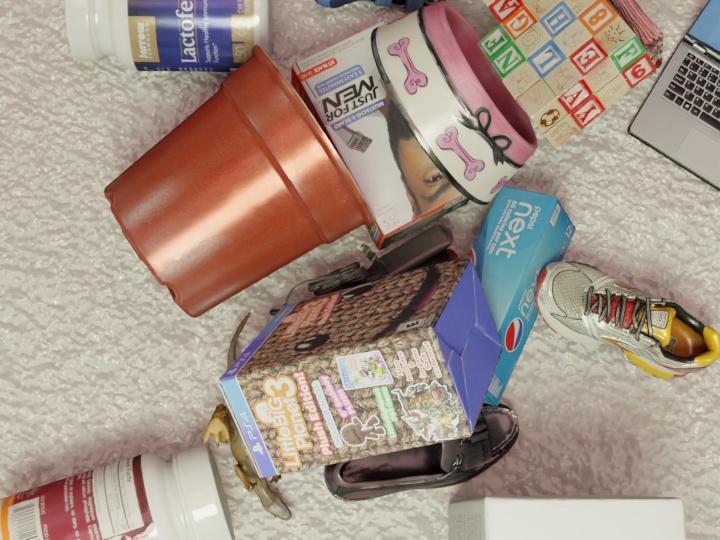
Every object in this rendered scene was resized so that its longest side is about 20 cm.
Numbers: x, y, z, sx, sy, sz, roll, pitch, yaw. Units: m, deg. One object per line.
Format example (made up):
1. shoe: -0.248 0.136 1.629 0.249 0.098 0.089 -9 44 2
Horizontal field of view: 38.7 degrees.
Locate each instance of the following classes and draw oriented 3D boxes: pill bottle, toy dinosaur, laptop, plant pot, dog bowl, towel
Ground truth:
1. pill bottle: -0.189 -0.259 1.033 0.197 0.116 0.117 0 77 -3
2. toy dinosaur: -0.114 0.141 0.961 0.060 0.106 0.203 -13 84 -2
3. laptop: 0.415 -0.190 1.053 0.186 0.116 0.201 33 77 5
4. plant pot: -0.120 -0.071 0.962 0.194 0.201 0.202 -35 81 -3
5. pill bottle: -0.219 0.231 0.916 0.198 0.114 0.115 -16 78 -7
6. dog bowl: 0.096 -0.167 0.980 0.073 0.200 0.202 -32 79 21
7. towel: 0.251 -0.266 1.026 0.023 0.200 0.145 -38 82 14

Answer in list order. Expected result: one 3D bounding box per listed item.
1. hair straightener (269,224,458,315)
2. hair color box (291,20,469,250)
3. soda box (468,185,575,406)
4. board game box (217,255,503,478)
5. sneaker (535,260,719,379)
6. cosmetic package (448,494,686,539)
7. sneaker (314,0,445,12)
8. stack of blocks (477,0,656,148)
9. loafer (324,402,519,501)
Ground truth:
1. hair straightener: 0.000 0.000 1.008 0.198 0.077 0.041 -21 42 -2
2. hair color box: 0.021 -0.138 1.044 0.110 0.064 0.202 -27 81 -10
3. soda box: 0.135 0.023 1.000 0.067 0.064 0.202 16 73 37
4. board game box: 0.006 0.081 0.890 0.198 0.160 0.098 -16 106 23
5. sneaker: 0.260 0.041 0.988 0.198 0.082 0.079 21 75 -13
6. cosmetic package: 0.171 0.281 0.883 0.164 0.200 0.170 1 77 -3
7. sneaker: 0.047 -0.312 1.082 0.198 0.074 0.083 -21 81 -7
8. stack of blocks: 0.173 -0.228 0.971 0.115 0.058 0.201 -38 52 15
9. loafer: 0.063 0.174 0.972 0.198 0.063 0.073 -16 78 -7
